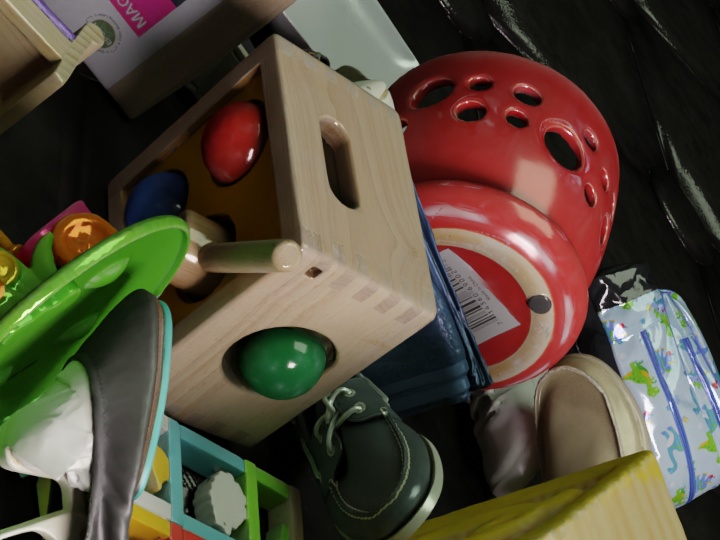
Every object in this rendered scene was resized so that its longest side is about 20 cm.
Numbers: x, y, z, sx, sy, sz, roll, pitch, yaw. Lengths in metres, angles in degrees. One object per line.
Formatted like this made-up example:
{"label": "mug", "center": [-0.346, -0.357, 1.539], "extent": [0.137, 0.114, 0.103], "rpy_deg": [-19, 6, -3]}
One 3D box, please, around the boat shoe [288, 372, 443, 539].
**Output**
{"label": "boat shoe", "center": [-0.011, 0.095, 0.848], "extent": [0.062, 0.073, 0.200], "rpy_deg": [43, 3, -22]}

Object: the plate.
{"label": "plate", "center": [-0.019, -0.194, 1.226], "extent": [0.200, 0.032, 0.201], "rpy_deg": [52, 26, -25]}

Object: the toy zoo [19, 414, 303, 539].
{"label": "toy zoo", "center": [-0.099, 0.135, 0.761], "extent": [0.200, 0.020, 0.132], "rpy_deg": [35, 34, -39]}

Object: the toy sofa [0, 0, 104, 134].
{"label": "toy sofa", "center": [-0.234, -0.170, 0.784], "extent": [0.200, 0.083, 0.098], "rpy_deg": [48, 29, -21]}

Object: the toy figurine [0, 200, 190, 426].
{"label": "toy figurine", "center": [-0.209, -0.024, 0.666], "extent": [0.184, 0.150, 0.200], "rpy_deg": [47, 50, 8]}

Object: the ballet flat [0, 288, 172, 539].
{"label": "ballet flat", "center": [-0.125, 0.103, 0.640], "extent": [0.068, 0.068, 0.202], "rpy_deg": [11, 77, -31]}

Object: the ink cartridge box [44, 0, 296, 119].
{"label": "ink cartridge box", "center": [-0.137, -0.221, 0.914], "extent": [0.200, 0.164, 0.075], "rpy_deg": [51, 29, -13]}

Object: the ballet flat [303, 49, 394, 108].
{"label": "ballet flat", "center": [-0.018, -0.117, 1.045], "extent": [0.200, 0.071, 0.070], "rpy_deg": [-125, -159, -59]}

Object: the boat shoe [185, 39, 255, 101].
{"label": "boat shoe", "center": [-0.071, -0.109, 1.017], "extent": [0.063, 0.073, 0.201], "rpy_deg": [-6, 63, -59]}

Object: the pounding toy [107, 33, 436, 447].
{"label": "pounding toy", "center": [-0.058, -0.012, 0.800], "extent": [0.142, 0.184, 0.201], "rpy_deg": [27, 39, -37]}

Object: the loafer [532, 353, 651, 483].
{"label": "loafer", "center": [0.157, 0.152, 1.004], "extent": [0.068, 0.075, 0.201], "rpy_deg": [9, 63, -48]}

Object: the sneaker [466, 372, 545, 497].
{"label": "sneaker", "center": [0.098, 0.089, 1.121], "extent": [0.088, 0.075, 0.200], "rpy_deg": [31, 32, -14]}

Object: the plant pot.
{"label": "plant pot", "center": [0.078, -0.028, 1.061], "extent": [0.201, 0.200, 0.183], "rpy_deg": [47, 38, -22]}

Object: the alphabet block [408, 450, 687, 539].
{"label": "alphabet block", "center": [0.079, 0.229, 0.752], "extent": [0.196, 0.194, 0.201], "rpy_deg": [-13, 80, -65]}

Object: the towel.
{"label": "towel", "center": [0.000, 0.000, 0.945], "extent": [0.201, 0.111, 0.049], "rpy_deg": [67, 28, -10]}

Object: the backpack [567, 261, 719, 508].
{"label": "backpack", "center": [0.231, 0.103, 1.231], "extent": [0.153, 0.163, 0.201], "rpy_deg": [-9, 79, -22]}
